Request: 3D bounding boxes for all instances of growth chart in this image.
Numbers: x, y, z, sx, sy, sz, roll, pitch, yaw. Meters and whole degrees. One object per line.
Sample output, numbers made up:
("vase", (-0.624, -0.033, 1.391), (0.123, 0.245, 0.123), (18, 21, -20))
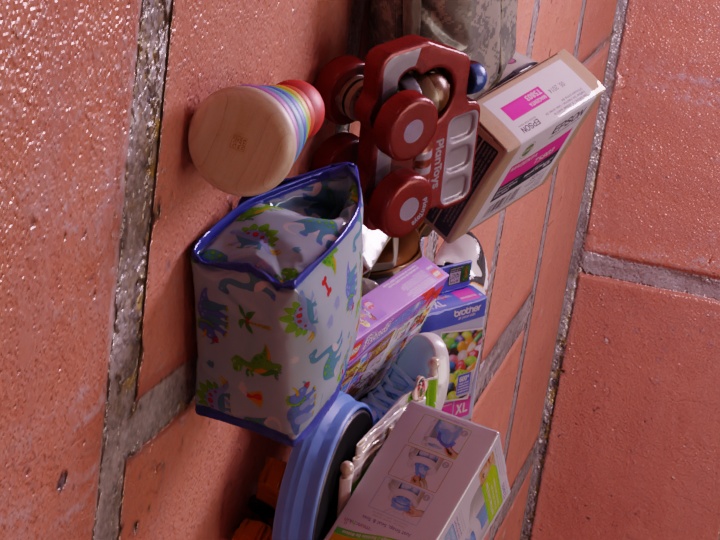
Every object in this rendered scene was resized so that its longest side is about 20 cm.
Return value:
("growth chart", (0.027, 0.196, 1.590), (0.200, 0.018, 0.145), (-45, 143, -43))

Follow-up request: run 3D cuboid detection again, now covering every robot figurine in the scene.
("robot figurine", (-0.084, 0.284, 1.606), (0.200, 0.058, 0.145), (82, 26, -53))

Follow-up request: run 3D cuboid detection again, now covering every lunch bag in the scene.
("lunch bag", (0.076, -0.266, 1.590), (0.168, 0.139, 0.200), (-59, 155, -51))
("lunch bag", (-0.056, 0.019, 1.353), (0.200, 0.127, 0.170), (-45, 145, -48))

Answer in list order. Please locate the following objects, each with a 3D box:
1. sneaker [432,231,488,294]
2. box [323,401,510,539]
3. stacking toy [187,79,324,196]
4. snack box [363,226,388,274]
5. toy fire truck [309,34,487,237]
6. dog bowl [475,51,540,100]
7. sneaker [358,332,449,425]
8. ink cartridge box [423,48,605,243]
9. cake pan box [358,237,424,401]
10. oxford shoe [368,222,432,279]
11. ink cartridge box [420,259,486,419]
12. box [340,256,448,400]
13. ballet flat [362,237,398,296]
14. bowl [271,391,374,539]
("sneaker", (0.104, 0.032, 1.893), (0.080, 0.074, 0.200), (75, 30, -58))
("box", (0.053, 0.247, 1.537), (0.200, 0.101, 0.113), (-55, 150, -30))
("stacking toy", (-0.072, -0.122, 1.285), (0.200, 0.085, 0.085), (-52, 152, -70))
("snack box", (0.013, -0.080, 1.653), (0.024, 0.072, 0.200), (-31, -160, 38))
("toy fire truck", (0.050, -0.136, 1.524), (0.168, 0.112, 0.200), (-23, 132, -36))
("dog bowl", (0.121, -0.182, 1.827), (0.200, 0.074, 0.200), (-43, 166, -14))
("sneaker", (0.025, 0.155, 1.668), (0.082, 0.074, 0.200), (9, 110, -51))
("ink cartridge box", (0.164, -0.139, 1.771), (0.200, 0.075, 0.165), (-32, 161, -40))
("cake pan box", (0.024, 0.077, 1.864), (0.200, 0.052, 0.184), (-61, 156, -49))
("oxford shoe", (0.036, -0.049, 1.797), (0.200, 0.071, 0.071), (-63, 143, -60))
("ink cartridge box", (0.082, 0.093, 1.805), (0.119, 0.042, 0.200), (-13, 121, -30))
("box", (0.005, 0.078, 1.643), (0.200, 0.039, 0.137), (-32, 154, -51))
("ballet flat", (0.000, 0.000, 1.674), (0.069, 0.069, 0.200), (80, 27, -57))
("bowl", (-0.033, 0.219, 1.556), (0.201, 0.039, 0.201), (13, 90, -74))
